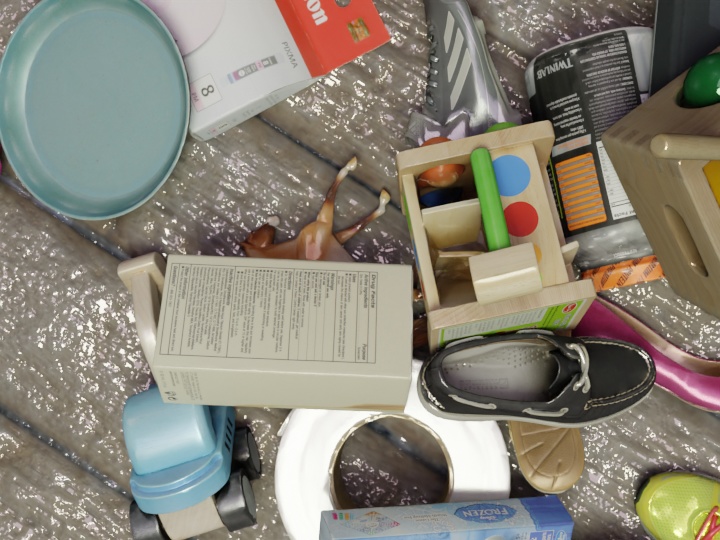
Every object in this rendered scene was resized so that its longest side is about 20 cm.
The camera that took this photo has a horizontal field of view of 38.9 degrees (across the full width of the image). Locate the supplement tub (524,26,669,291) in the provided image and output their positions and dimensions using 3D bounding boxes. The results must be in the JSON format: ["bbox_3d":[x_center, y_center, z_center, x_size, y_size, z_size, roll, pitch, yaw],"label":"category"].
[{"bbox_3d":[0.214,-0.088,0.851,0.121,0.123,0.203,-11,87,3],"label":"supplement tub"}]

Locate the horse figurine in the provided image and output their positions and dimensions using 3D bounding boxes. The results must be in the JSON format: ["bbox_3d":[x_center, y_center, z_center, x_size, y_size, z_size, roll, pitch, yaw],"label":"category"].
[{"bbox_3d":[0.000,0.000,0.898,0.132,0.050,0.200,-44,83,-5],"label":"horse figurine"}]

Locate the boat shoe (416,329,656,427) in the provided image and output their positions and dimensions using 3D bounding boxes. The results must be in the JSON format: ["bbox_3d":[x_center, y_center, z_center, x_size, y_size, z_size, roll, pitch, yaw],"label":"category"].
[{"bbox_3d":[0.144,0.080,0.800,0.197,0.060,0.075,2,69,-8],"label":"boat shoe"}]

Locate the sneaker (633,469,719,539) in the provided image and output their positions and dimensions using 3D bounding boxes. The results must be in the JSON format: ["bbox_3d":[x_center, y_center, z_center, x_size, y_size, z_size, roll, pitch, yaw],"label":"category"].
[{"bbox_3d":[0.322,0.233,0.844,0.199,0.090,0.079,30,91,6],"label":"sneaker"}]

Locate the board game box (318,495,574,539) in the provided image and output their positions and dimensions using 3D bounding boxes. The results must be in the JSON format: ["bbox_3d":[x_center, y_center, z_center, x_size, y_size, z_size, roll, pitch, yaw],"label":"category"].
[{"bbox_3d":[0.059,0.281,0.816,0.196,0.043,0.202,0,111,-14],"label":"board game box"}]

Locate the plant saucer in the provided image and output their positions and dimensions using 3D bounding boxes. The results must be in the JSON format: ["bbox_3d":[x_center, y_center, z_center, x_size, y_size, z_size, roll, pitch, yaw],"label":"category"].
[{"bbox_3d":[-0.233,-0.147,0.901,0.198,0.027,0.203,2,97,20],"label":"plant saucer"}]

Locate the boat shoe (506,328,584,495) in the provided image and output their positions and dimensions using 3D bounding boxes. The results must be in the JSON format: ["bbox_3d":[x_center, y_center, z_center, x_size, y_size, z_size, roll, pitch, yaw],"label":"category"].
[{"bbox_3d":[0.148,0.094,0.874,0.073,0.069,0.202,-4,66,5],"label":"boat shoe"}]

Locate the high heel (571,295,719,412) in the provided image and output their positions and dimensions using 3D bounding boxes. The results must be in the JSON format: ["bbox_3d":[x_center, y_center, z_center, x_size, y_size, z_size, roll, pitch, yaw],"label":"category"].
[{"bbox_3d":[0.277,0.065,0.868,0.197,0.067,0.097,1,98,17],"label":"high heel"}]

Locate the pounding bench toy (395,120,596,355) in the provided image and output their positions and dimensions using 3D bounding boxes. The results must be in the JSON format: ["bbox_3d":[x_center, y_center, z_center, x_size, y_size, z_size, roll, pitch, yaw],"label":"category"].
[{"bbox_3d":[0.098,-0.038,0.776,0.123,0.200,0.158,-11,75,1],"label":"pounding bench toy"}]

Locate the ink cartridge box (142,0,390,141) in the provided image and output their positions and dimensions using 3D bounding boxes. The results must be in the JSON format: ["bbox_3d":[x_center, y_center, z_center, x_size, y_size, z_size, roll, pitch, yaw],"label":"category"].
[{"bbox_3d":[-0.097,-0.235,0.918,0.198,0.057,0.164,-27,85,7],"label":"ink cartridge box"}]

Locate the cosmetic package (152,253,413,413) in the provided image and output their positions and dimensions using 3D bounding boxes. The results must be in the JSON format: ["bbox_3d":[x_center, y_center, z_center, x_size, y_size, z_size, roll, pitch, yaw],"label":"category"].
[{"bbox_3d":[-0.058,0.051,0.813,0.197,0.071,0.106,4,60,-1],"label":"cosmetic package"}]

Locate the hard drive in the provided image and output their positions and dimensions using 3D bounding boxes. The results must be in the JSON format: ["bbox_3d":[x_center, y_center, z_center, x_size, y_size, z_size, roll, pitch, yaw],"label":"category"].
[{"bbox_3d":[0.298,-0.183,0.820,0.138,0.033,0.203,14,76,-23],"label":"hard drive"}]

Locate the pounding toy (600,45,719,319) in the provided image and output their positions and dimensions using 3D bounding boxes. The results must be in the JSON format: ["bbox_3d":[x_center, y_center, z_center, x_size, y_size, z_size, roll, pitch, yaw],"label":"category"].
[{"bbox_3d":[0.271,-0.072,0.706,0.183,0.142,0.201,-36,115,-5],"label":"pounding toy"}]

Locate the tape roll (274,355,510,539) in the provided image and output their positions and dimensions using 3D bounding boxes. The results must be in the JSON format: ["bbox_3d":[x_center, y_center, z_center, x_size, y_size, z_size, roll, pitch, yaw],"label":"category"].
[{"bbox_3d":[0.027,0.173,0.877,0.200,0.071,0.205,0,88,4],"label":"tape roll"}]

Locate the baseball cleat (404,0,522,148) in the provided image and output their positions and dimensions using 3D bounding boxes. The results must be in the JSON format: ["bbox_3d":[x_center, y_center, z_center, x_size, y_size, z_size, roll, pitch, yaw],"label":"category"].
[{"bbox_3d":[0.074,-0.167,0.891,0.105,0.070,0.202,-24,85,2],"label":"baseball cleat"}]

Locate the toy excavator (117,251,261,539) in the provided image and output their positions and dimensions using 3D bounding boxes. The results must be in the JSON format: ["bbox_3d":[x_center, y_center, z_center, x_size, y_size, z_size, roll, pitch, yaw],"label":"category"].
[{"bbox_3d":[-0.160,0.105,0.870,0.099,0.195,0.202,-15,114,3],"label":"toy excavator"}]
